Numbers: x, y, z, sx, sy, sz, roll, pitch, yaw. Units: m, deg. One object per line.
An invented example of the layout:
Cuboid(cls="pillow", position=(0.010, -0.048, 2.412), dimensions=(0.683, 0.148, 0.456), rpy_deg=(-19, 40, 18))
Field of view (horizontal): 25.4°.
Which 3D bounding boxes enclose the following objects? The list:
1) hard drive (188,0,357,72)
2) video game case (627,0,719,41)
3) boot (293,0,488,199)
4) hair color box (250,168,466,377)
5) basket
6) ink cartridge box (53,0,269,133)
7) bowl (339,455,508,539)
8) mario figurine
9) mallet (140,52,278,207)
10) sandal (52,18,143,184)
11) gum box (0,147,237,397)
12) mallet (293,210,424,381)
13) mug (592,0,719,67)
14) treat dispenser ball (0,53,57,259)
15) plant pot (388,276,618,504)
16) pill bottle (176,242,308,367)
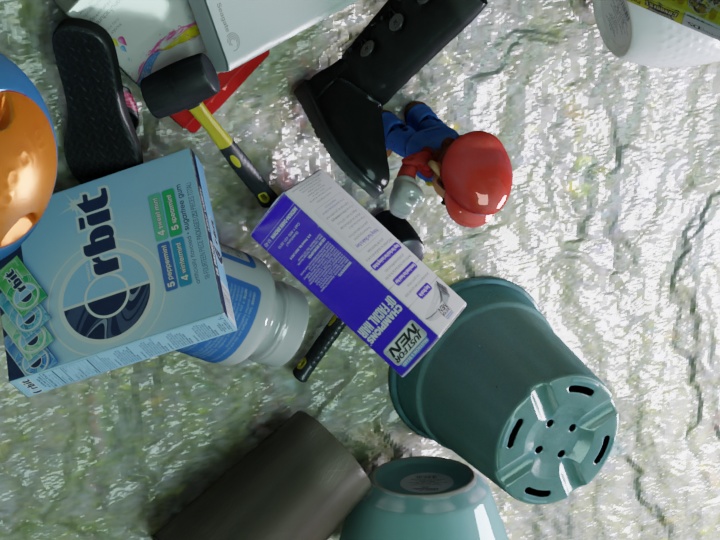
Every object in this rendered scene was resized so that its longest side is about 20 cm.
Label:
Cuboid(cls="hard drive", position=(-0.073, -0.278, 1.432), dimensions=(0.200, 0.027, 0.133), rpy_deg=(-34, 116, -34))
Cuboid(cls="video game case", position=(0.323, -0.332, 1.551), dimensions=(0.201, 0.180, 0.026), rpy_deg=(-59, 166, -19))
Cuboid(cls="boot", position=(0.043, -0.185, 1.483), dimensions=(0.200, 0.165, 0.066), rpy_deg=(-41, 141, 11))
Cuboid(cls="hair color box", position=(0.000, 0.000, 1.536), dimensions=(0.200, 0.109, 0.065), rpy_deg=(42, 113, 4))
Cuboid(cls="basket", position=(-0.096, 0.253, 1.644), dimensions=(0.200, 0.180, 0.136), rpy_deg=(-43, 102, -14))
Cuboid(cls="ink cartridge box", position=(-0.167, -0.214, 1.439), dimensions=(0.116, 0.067, 0.200), rpy_deg=(-46, 125, -1))
Cuboid(cls="bowl", position=(0.067, 0.268, 1.713), dimensions=(0.199, 0.201, 0.106), rpy_deg=(-9, 106, -24))
Cuboid(cls="mario figurine", position=(0.077, -0.090, 1.542), dimensions=(0.123, 0.200, 0.106), rpy_deg=(-45, 124, -1))
Cuboid(cls="mallet", position=(-0.117, -0.123, 1.442), dimensions=(0.066, 0.041, 0.200), rpy_deg=(-27, 139, 18))
Cuboid(cls="sandal", position=(-0.229, -0.147, 1.428), dimensions=(0.075, 0.045, 0.201), rpy_deg=(10, 135, 10))
Cuboid(cls="gum box", position=(-0.222, 0.001, 1.413), dimensions=(0.199, 0.171, 0.045), rpy_deg=(-18, 153, 6))
Cuboid(cls="mallet", position=(-0.003, 0.036, 1.631), dimensions=(0.041, 0.066, 0.201), rpy_deg=(26, 99, -35))
Cuboid(cls="mug", position=(0.324, -0.305, 1.620), dimensions=(0.174, 0.148, 0.201), rpy_deg=(-17, 91, -14))
Cuboid(cls="treat dispenser ball", position=(-0.351, -0.094, 1.321), dimensions=(0.199, 0.201, 0.202), rpy_deg=(-11, 117, -23))
Cuboid(cls="plant pot", position=(0.160, 0.135, 1.692), dimensions=(0.199, 0.196, 0.202), rpy_deg=(-11, 116, -23))
Cuboid(cls="pill bottle", position=(-0.151, 0.027, 1.532), dimensions=(0.199, 0.112, 0.113), rpy_deg=(22, 101, -32))
